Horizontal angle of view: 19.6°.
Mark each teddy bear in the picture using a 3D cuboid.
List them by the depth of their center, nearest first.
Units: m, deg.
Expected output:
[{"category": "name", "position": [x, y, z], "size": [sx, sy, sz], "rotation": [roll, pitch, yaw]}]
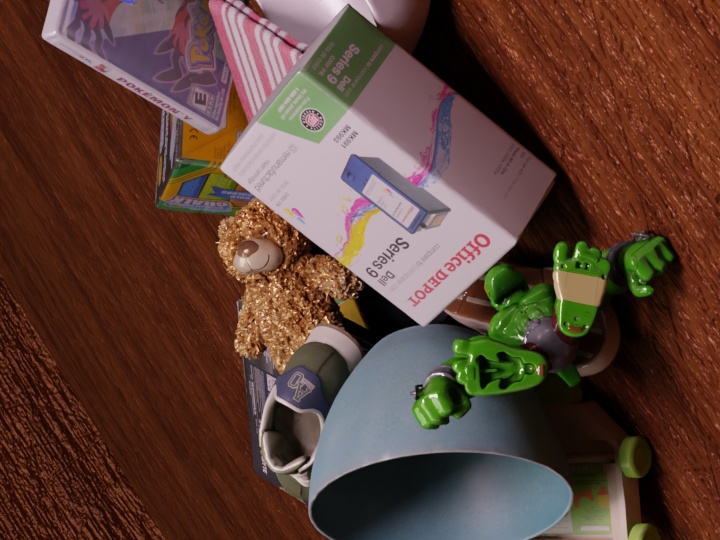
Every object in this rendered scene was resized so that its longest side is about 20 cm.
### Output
[{"category": "teddy bear", "position": [-0.054, 0.037, 1.714], "size": [0.145, 0.067, 0.200], "rotation": [7, 117, 44]}]

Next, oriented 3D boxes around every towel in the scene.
[{"category": "towel", "position": [-0.045, -0.133, 1.666], "size": [0.200, 0.030, 0.146], "rotation": [36, 153, 45]}]

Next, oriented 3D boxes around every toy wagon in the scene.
[{"category": "toy wagon", "position": [0.161, 0.159, 1.654], "size": [0.155, 0.040, 0.200], "rotation": [-5, 91, 40]}]

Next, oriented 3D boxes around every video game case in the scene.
[{"category": "video game case", "position": [-0.164, -0.238, 1.708], "size": [0.023, 0.200, 0.182], "rotation": [-11, 150, 43]}]

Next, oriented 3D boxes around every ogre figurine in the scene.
[{"category": "ogre figurine", "position": [0.122, 0.042, 1.466], "size": [0.098, 0.200, 0.120], "rotation": [35, 179, 0]}]

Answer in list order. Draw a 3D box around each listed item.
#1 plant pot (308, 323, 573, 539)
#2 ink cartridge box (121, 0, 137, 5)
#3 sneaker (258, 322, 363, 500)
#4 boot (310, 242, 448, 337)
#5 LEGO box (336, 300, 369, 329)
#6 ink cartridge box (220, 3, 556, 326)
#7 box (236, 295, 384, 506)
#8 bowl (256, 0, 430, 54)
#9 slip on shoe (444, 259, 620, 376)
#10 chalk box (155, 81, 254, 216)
[{"category": "plant pot", "position": [0.058, 0.122, 1.606], "size": [0.200, 0.200, 0.135], "rotation": [94, 174, -59]}, {"category": "ink cartridge box", "position": [-0.155, -0.314, 1.650], "size": [0.044, 0.200, 0.094], "rotation": [21, 147, 6]}, {"category": "sneaker", "position": [-0.053, 0.135, 1.681], "size": [0.067, 0.090, 0.200], "rotation": [27, 138, 13]}, {"category": "boot", "position": [0.000, 0.000, 1.800], "size": [0.168, 0.076, 0.200], "rotation": [34, 153, 2]}, {"category": "LEGO box", "position": [-0.040, 0.061, 2.051], "size": [0.200, 0.077, 0.149], "rotation": [66, 172, -17]}, {"category": "ink cartridge box", "position": [0.020, -0.073, 1.525], "size": [0.200, 0.088, 0.145], "rotation": [37, 142, -7]}, {"category": "box", "position": [-0.019, 0.132, 1.829], "size": [0.198, 0.050, 0.200], "rotation": [25, 133, 37]}, {"category": "bowl", "position": [-0.017, -0.229, 1.597], "size": [0.200, 0.075, 0.200], "rotation": [59, 162, 10]}, {"category": "slip on shoe", "position": [0.140, 0.038, 1.605], "size": [0.061, 0.076, 0.200], "rotation": [25, 175, -35]}, {"category": "chalk box", "position": [-0.115, -0.121, 1.877], "size": [0.200, 0.124, 0.125], "rotation": [134, 141, -73]}]
